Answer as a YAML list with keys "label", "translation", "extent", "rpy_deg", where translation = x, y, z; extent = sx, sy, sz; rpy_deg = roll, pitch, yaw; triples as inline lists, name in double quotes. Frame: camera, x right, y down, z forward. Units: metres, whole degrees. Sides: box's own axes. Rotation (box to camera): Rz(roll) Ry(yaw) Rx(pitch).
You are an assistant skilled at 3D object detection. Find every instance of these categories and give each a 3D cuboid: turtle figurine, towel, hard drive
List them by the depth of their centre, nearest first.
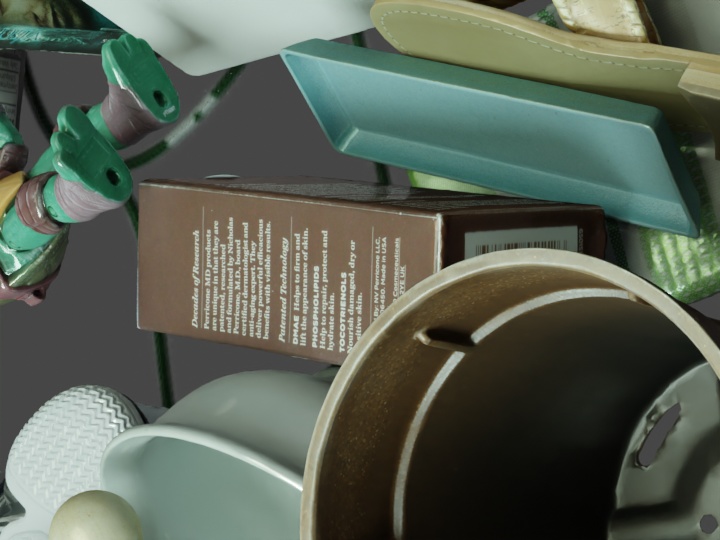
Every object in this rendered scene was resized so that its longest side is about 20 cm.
- label: "towel"
  translation: [0.104, -0.050, 1.185]
  extent: [0.199, 0.031, 0.150]
  rpy_deg: [-25, 72, 33]
- label: "hard drive"
  translation: [-0.089, -0.154, 1.231]
  extent: [0.131, 0.200, 0.027]
  rpy_deg: [-12, 60, 35]
- label: "turtle figurine"
  translation: [-0.176, -0.030, 1.279]
  extent: [0.199, 0.101, 0.150]
  rpy_deg: [-27, 41, 35]

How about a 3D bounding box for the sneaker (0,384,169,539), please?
- label: "sneaker"
  translation: [-0.141, 0.134, 1.300]
  extent: [0.200, 0.115, 0.075]
  rpy_deg: [-48, 62, 22]

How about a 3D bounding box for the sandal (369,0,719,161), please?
- label: "sandal"
  translation: [0.111, -0.101, 1.141]
  extent: [0.211, 0.078, 0.070]
  rpy_deg: [18, 69, 30]

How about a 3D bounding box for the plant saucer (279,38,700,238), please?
- label: "plant saucer"
  translation: [0.056, -0.060, 1.176]
  extent: [0.199, 0.070, 0.019]
  rpy_deg: [14, 58, 37]

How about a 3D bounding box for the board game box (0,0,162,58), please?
- label: "board game box"
  translation: [-0.168, -0.199, 1.328]
  extent: [0.028, 0.135, 0.201]
  rpy_deg: [-32, 69, 39]

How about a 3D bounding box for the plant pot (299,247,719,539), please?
- label: "plant pot"
  translation: [0.114, 0.097, 1.063]
  extent: [0.199, 0.198, 0.202]
  rpy_deg: [-3, 85, 35]

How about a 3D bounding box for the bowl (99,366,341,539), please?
- label: "bowl"
  translation: [-0.007, 0.107, 1.193]
  extent: [0.200, 0.202, 0.091]
  rpy_deg: [13, 53, 36]

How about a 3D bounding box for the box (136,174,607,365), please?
- label: "box"
  translation: [0.000, 0.000, 1.190]
  extent: [0.199, 0.100, 0.075]
  rpy_deg: [11, 100, 48]

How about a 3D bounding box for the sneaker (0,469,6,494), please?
- label: "sneaker"
  translation: [-0.217, 0.089, 1.369]
  extent: [0.200, 0.075, 0.085]
  rpy_deg: [50, 149, 27]

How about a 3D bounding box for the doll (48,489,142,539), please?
- label: "doll"
  translation: [-0.114, 0.160, 1.216]
  extent: [0.136, 0.200, 0.049]
  rpy_deg: [-1, 57, -3]

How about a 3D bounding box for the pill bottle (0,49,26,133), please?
- label: "pill bottle"
  translation: [-0.224, -0.102, 1.378]
  extent: [0.113, 0.113, 0.201]
  rpy_deg: [6, 91, 36]
